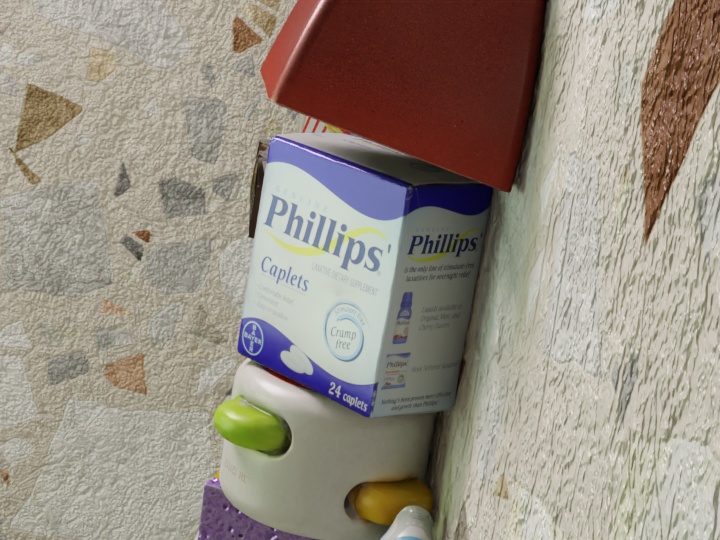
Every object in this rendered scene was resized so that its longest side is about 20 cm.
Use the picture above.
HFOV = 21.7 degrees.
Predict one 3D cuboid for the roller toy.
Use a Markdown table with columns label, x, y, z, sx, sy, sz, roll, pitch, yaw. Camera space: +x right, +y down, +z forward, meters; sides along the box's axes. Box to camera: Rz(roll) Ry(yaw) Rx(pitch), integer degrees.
| label | x | y | z | sx | sy | sz | roll | pitch | yaw |
| --- | --- | --- | --- | --- | --- | --- | --- | --- | --- |
| roller toy | -0.028 | 0.158 | 1.665 | 0.182 | 0.199 | 0.141 | -66 | -13 | -77 |

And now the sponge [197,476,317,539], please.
| label | x | y | z | sx | sy | sz | roll | pitch | yaw |
| --- | --- | --- | --- | --- | --- | --- | --- | --- | --- |
| sponge | -0.058 | 0.269 | 1.726 | 0.030 | 0.199 | 0.112 | -30 | -48 | -70 |

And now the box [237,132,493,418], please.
| label | x | y | z | sx | sy | sz | roll | pitch | yaw |
| --- | --- | --- | --- | --- | --- | --- | --- | --- | --- |
| box | 0.000 | 0.000 | 1.590 | 0.184 | 0.105 | 0.201 | 22 | 108 | 44 |

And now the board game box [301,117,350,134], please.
| label | x | y | z | sx | sy | sz | roll | pitch | yaw |
| --- | --- | --- | --- | --- | --- | --- | --- | --- | --- |
| board game box | 0.007 | -0.106 | 1.894 | 0.152 | 0.046 | 0.200 | 56 | 167 | 5 |

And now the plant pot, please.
| label | x | y | z | sx | sy | sz | roll | pitch | yaw |
| --- | --- | --- | --- | --- | --- | --- | --- | --- | --- |
| plant pot | 0.047 | -0.192 | 1.487 | 0.200 | 0.199 | 0.177 | -111 | 43 | -76 |

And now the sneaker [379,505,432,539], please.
| label | x | y | z | sx | sy | sz | roll | pitch | yaw |
| --- | --- | --- | --- | --- | --- | --- | --- | --- | --- |
| sneaker | 0.027 | 0.279 | 1.588 | 0.087 | 0.075 | 0.201 | -79 | 10 | -53 |

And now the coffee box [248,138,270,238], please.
| label | x | y | z | sx | sy | sz | roll | pitch | yaw |
| --- | --- | --- | --- | --- | --- | --- | --- | --- | --- |
| coffee box | -0.164 | -0.151 | 3.541 | 0.200 | 0.079 | 0.114 | -94 | 15 | -60 |

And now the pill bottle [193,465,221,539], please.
| label | x | y | z | sx | sy | sz | roll | pitch | yaw |
| --- | --- | --- | --- | --- | --- | --- | --- | --- | --- |
| pill bottle | -0.076 | 0.197 | 1.813 | 0.201 | 0.109 | 0.109 | -58 | 5 | -5 |
